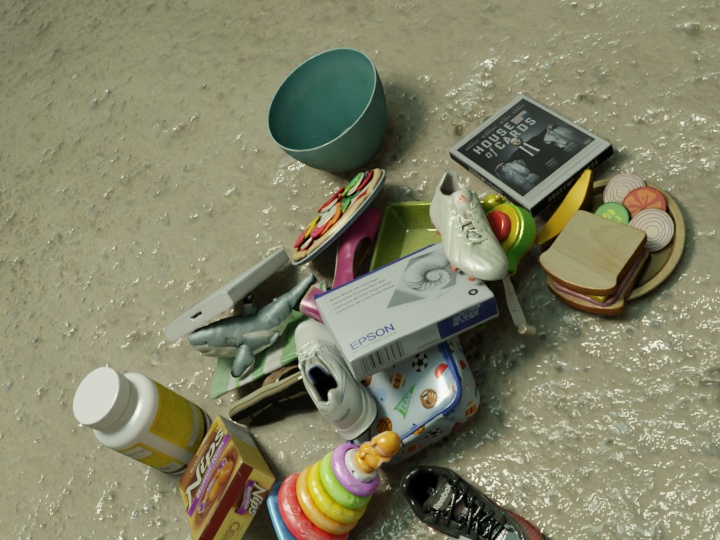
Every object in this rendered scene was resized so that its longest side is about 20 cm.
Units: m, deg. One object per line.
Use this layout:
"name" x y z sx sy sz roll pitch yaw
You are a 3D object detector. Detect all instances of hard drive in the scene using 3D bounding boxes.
"hard drive" -0.199 0.035 1.194 0.131 0.027 0.200 -30 6 25

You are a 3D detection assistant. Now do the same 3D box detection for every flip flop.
"flip flop" -0.104 0.168 1.129 0.198 0.081 0.058 -25 46 22

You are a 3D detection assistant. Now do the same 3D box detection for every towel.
"towel" -0.134 0.102 1.181 0.198 0.024 0.153 -26 29 15

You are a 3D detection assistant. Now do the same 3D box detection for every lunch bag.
"lunch bag" 0.048 0.154 1.021 0.199 0.075 0.162 -36 56 23

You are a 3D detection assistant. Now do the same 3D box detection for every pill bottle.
"pill bottle" -0.316 0.216 1.139 0.110 0.200 0.113 -14 56 21

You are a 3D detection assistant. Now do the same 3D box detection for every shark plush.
"shark plush" -0.147 0.073 1.129 0.198 0.084 0.091 -28 29 15

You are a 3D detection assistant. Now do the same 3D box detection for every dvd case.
"dvd case" 0.240 -0.171 1.131 0.150 0.025 0.200 -38 44 -6

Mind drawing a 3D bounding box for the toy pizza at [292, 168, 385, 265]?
"toy pizza" -0.040 -0.088 1.195 0.200 0.032 0.200 -43 12 12

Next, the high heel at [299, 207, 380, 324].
"high heel" 0.000 0.000 1.127 0.095 0.068 0.201 23 63 24

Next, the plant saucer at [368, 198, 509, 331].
"plant saucer" 0.109 -0.002 1.118 0.197 0.048 0.202 1 63 30

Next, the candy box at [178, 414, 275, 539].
"candy box" -0.184 0.282 1.050 0.118 0.056 0.200 -60 19 -4

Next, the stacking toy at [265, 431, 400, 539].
"stacking toy" -0.018 0.257 0.955 0.201 0.115 0.111 -50 47 27

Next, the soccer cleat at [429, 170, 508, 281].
"soccer cleat" 0.132 -0.057 0.991 0.068 0.079 0.201 -3 31 -14

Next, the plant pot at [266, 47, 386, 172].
"plant pot" -0.036 -0.240 1.287 0.197 0.135 0.203 -14 56 22

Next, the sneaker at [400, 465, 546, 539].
"sneaker" 0.124 0.286 0.908 0.199 0.098 0.071 24 74 36

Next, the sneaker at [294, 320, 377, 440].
"sneaker" -0.044 0.123 1.004 0.074 0.087 0.200 -42 39 4

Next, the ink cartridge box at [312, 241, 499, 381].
"ink cartridge box" 0.047 0.032 1.006 0.197 0.041 0.200 -24 34 -8

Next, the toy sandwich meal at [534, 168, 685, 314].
"toy sandwich meal" 0.314 -0.045 1.009 0.202 0.070 0.208 -14 56 23

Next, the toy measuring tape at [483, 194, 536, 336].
"toy measuring tape" 0.202 -0.019 1.009 0.073 0.074 0.203 -23 60 16
